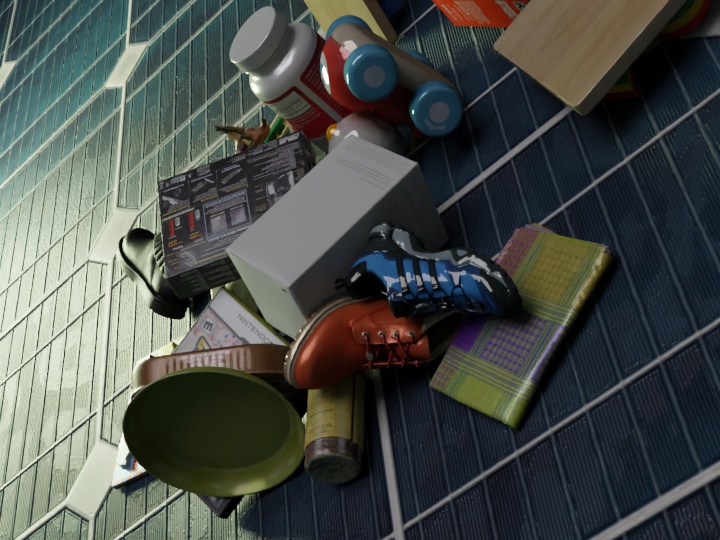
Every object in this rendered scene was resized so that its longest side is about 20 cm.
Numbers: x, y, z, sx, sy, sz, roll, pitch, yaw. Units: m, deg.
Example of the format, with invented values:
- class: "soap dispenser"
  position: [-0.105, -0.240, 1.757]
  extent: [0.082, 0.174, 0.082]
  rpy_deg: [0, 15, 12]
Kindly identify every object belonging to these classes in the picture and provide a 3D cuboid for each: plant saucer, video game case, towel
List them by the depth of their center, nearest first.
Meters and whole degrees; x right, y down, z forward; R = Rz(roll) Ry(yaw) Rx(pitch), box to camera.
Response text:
- class: "towel"
  position: [0.158, 0.048, 1.238]
  extent: [0.143, 0.023, 0.202]
  rpy_deg: [21, 78, 56]
- class: "plant saucer"
  position: [-0.154, 0.168, 1.356]
  extent: [0.199, 0.200, 0.031]
  rpy_deg: [-34, 31, 28]
- class: "video game case"
  position: [-0.158, 0.150, 1.465]
  extent: [0.180, 0.025, 0.201]
  rpy_deg: [38, 92, 27]

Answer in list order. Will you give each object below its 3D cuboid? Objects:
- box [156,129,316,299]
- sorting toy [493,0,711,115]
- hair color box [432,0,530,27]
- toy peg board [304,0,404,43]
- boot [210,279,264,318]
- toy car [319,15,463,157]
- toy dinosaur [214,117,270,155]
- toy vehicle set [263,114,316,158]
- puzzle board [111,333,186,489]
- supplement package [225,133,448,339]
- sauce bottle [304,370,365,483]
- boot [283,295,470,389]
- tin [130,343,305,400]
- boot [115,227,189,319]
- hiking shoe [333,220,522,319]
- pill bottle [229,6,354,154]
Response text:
- class: "box"
  position: [-0.142, -0.069, 1.522]
  extent: [0.197, 0.050, 0.159]
  rpy_deg: [-19, 51, 7]
- class: "sorting toy"
  position: [0.266, -0.263, 1.338]
  extent: [0.200, 0.069, 0.199]
  rpy_deg: [-49, 33, 8]
- class: "hair color box"
  position: [0.183, -0.356, 1.536]
  extent: [0.112, 0.064, 0.199]
  rpy_deg: [-58, 31, -8]
- class: "toy peg board"
  position: [-0.022, -0.429, 1.755]
  extent: [0.098, 0.201, 0.199]
  rpy_deg: [-43, 31, -12]
- class: "boot"
  position: [-0.107, 0.028, 1.551]
  extent: [0.154, 0.072, 0.201]
  rpy_deg: [-40, 35, 16]
- class: "toy car"
  position: [0.004, -0.174, 1.518]
  extent: [0.202, 0.175, 0.185]
  rpy_deg: [-59, 20, 15]
- class: "toy dinosaur"
  position: [-0.166, -0.118, 1.645]
  extent: [0.136, 0.085, 0.201]
  rpy_deg: [-57, 26, 25]
- class: "toy vehicle set"
  position: [-0.134, -0.108, 1.710]
  extent: [0.201, 0.026, 0.125]
  rpy_deg: [-56, 30, 19]
- class: "puzzle board"
  position: [-0.264, 0.175, 1.664]
  extent: [0.150, 0.017, 0.202]
  rpy_deg: [-29, 41, 34]
- class: "supplement package"
  position: [-0.023, -0.028, 1.376]
  extent: [0.200, 0.122, 0.119]
  rpy_deg: [-44, 44, -19]
- class: "sauce bottle"
  position: [-0.025, 0.130, 1.359]
  extent: [0.064, 0.065, 0.202]
  rpy_deg: [-30, 38, 32]
- class: "boot"
  position: [0.018, 0.071, 1.298]
  extent: [0.199, 0.076, 0.107]
  rpy_deg: [-32, 41, -17]
- class: "tin"
  position: [-0.155, 0.118, 1.386]
  extent: [0.197, 0.112, 0.043]
  rpy_deg: [-7, 72, 8]
- class: "boot"
  position: [-0.264, -0.047, 1.775]
  extent: [0.211, 0.079, 0.160]
  rpy_deg: [45, 118, 47]
- class: "hiking shoe"
  position: [0.071, 0.021, 1.254]
  extent: [0.198, 0.075, 0.087]
  rpy_deg: [20, 63, 41]
- class: "pill bottle"
  position: [-0.069, -0.243, 1.626]
  extent: [0.112, 0.199, 0.113]
  rpy_deg: [-31, 39, 29]
